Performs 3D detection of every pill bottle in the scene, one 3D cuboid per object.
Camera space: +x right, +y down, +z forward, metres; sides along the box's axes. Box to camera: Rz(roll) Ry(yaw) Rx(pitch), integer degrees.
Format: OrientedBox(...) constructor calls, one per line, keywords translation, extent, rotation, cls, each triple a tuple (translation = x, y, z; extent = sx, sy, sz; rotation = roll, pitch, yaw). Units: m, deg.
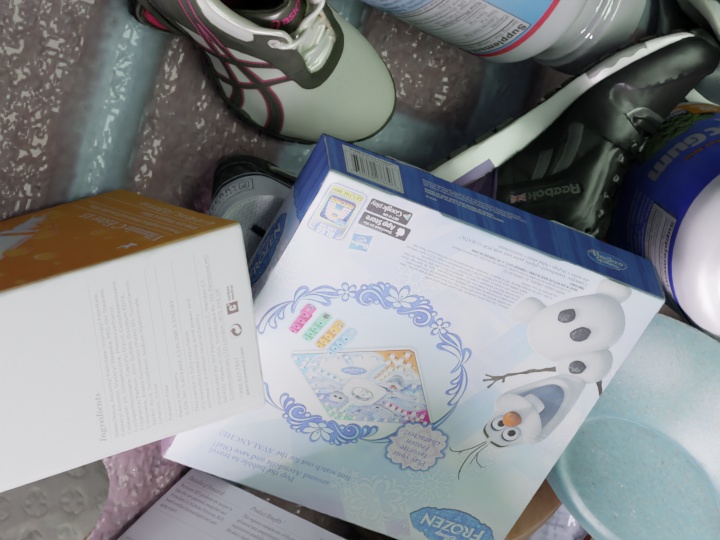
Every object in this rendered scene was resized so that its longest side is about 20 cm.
OrientedBox(translation=(0.210, -0.017, 1.594), extent=(0.111, 0.200, 0.113), rotation=(-4, 107, -15), cls="pill bottle")
OrientedBox(translation=(0.057, -0.177, 1.571), extent=(0.199, 0.109, 0.109), rotation=(22, 87, -36), cls="pill bottle")

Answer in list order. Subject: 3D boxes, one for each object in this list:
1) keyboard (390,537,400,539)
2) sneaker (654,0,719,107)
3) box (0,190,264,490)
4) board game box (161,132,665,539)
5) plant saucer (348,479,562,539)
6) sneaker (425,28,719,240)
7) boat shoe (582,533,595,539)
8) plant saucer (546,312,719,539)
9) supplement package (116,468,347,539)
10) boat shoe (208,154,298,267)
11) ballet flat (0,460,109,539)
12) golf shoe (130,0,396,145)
OrientedBox(translation=(0.051, 0.228, 1.664), extent=(0.104, 0.039, 0.201), rotation=(-39, 133, -40), cls="keyboard")
OrientedBox(translation=(0.238, -0.141, 1.719), extent=(0.199, 0.079, 0.130), rotation=(-39, 128, -10), cls="sneaker")
OrientedBox(translation=(-0.167, 0.037, 1.445), extent=(0.199, 0.124, 0.098), rotation=(-17, 109, -31), cls="box")
OrientedBox(translation=(0.025, 0.047, 1.547), extent=(0.199, 0.043, 0.199), rotation=(21, 119, -19), cls="board game box")
OrientedBox(translation=(0.066, 0.077, 1.680), extent=(0.199, 0.029, 0.201), rotation=(-8, 105, -32), cls="plant saucer")
OrientedBox(translation=(0.123, -0.053, 1.608), extent=(0.200, 0.076, 0.088), rotation=(-33, 78, 13), cls="sneaker")
OrientedBox(translation=(0.205, 0.144, 1.769), extent=(0.200, 0.071, 0.063), rotation=(-34, 159, -27), cls="boat shoe")
OrientedBox(translation=(0.163, 0.111, 1.611), extent=(0.039, 0.200, 0.202), rotation=(-46, 122, -36), cls="plant saucer")
OrientedBox(translation=(-0.037, 0.215, 1.532), extent=(0.111, 0.200, 0.156), rotation=(-43, 121, -19), cls="supplement package")
OrientedBox(translation=(0.000, 0.000, 1.583), extent=(0.072, 0.071, 0.200), rotation=(-39, 119, 20), cls="boat shoe")
OrientedBox(translation=(-0.211, 0.157, 1.502), extent=(0.200, 0.046, 0.067), rotation=(-41, 89, -27), cls="ballet flat")
OrientedBox(translation=(-0.045, -0.121, 1.528), extent=(0.200, 0.088, 0.077), rotation=(34, 79, -36), cls="golf shoe")
